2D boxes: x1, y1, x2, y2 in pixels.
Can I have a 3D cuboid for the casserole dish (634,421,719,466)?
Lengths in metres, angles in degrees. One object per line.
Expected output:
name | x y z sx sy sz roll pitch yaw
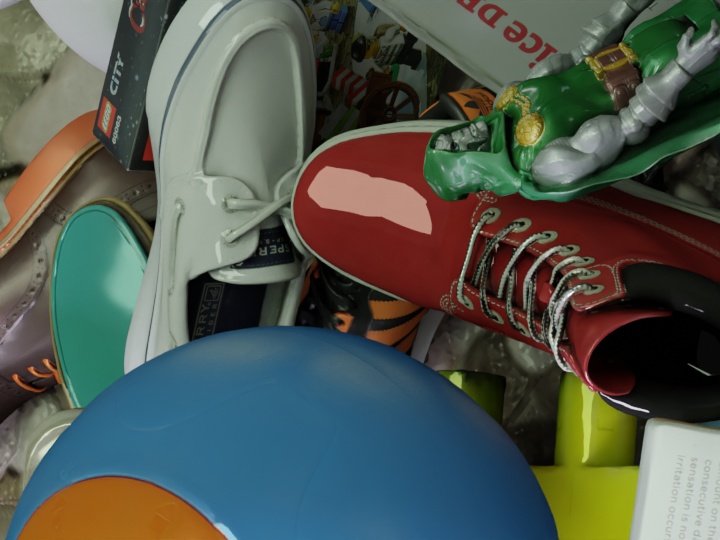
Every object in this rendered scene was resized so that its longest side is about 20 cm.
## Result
casserole dish | 0.117 0.129 1.091 0.200 0.039 0.122 -38 62 26

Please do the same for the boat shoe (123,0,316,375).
boat shoe | -0.044 -0.017 1.124 0.065 0.073 0.201 44 136 49

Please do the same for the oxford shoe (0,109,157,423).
oxford shoe | -0.147 0.027 1.281 0.073 0.071 0.200 42 106 28

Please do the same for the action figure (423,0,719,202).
action figure | 0.113 -0.073 1.016 0.199 0.055 0.118 -27 30 -4

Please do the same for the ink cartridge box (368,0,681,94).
ink cartridge box | 0.095 -0.166 1.076 0.200 0.145 0.084 -45 36 18

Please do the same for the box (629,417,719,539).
box | 0.191 0.117 0.933 0.199 0.152 0.107 9 87 14

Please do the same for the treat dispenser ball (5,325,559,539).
treat dispenser ball | -0.027 0.120 0.999 0.200 0.200 0.202 -7 78 35

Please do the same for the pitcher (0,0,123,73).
pitcher | -0.087 -0.167 1.251 0.200 0.121 0.172 22 78 46

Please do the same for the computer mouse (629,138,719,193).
computer mouse | 0.168 -0.041 1.077 0.199 0.046 0.141 -13 74 34

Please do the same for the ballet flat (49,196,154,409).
ballet flat | -0.084 0.067 1.227 0.068 0.063 0.201 -21 75 24

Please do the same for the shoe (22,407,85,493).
shoe | -0.085 0.132 1.139 0.070 0.053 0.201 -31 61 3

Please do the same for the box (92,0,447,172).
box | -0.018 -0.134 1.140 0.038 0.136 0.201 43 124 49

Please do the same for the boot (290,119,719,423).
boot | 0.057 0.000 1.023 0.199 0.144 0.073 15 105 13

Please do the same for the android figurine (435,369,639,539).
android figurine | 0.060 0.137 1.082 0.181 0.041 0.201 -4 79 35

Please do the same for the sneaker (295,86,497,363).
sneaker | 0.000 0.000 1.164 0.200 0.090 0.070 -48 59 19
